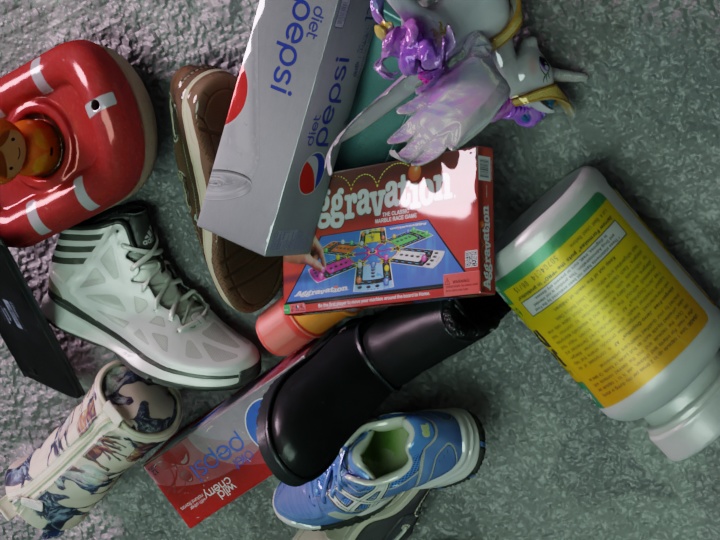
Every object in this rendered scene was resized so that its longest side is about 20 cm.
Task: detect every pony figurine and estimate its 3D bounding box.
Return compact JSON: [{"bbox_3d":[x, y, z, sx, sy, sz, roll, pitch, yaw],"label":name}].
[{"bbox_3d":[0.055,-0.159,1.267,0.166,0.192,0.201,15,134,61],"label":"pony figurine"}]

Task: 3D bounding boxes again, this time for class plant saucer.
[{"bbox_3d":[0.005,-0.107,1.395,0.070,0.019,0.201,30,121,8],"label":"plant saucer"}]

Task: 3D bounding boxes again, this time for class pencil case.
[{"bbox_3d":[-0.225,0.148,1.543,0.078,0.089,0.200,48,132,1],"label":"pencil case"}]

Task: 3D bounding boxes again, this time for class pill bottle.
[{"bbox_3d":[0.188,0.034,1.326,0.200,0.113,0.113,48,121,-4],"label":"pill bottle"}]

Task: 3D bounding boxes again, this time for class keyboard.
[{"bbox_3d":[-0.299,0.023,1.533,0.126,0.021,0.201,20,145,33],"label":"keyboard"}]

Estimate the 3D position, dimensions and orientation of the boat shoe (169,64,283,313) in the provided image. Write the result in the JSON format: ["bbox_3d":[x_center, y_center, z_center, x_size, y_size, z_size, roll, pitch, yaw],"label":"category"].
[{"bbox_3d":[-0.106,-0.067,1.440,0.075,0.074,0.204,31,135,49],"label":"boat shoe"}]

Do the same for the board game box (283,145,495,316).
[{"bbox_3d":[0.017,-0.026,1.346,0.199,0.019,0.104,-8,79,44],"label":"board game box"}]

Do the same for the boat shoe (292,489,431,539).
[{"bbox_3d":[0.016,0.192,1.510,0.200,0.062,0.073,-51,47,23],"label":"boat shoe"}]

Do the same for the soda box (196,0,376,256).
[{"bbox_3d":[-0.052,-0.115,1.353,0.068,0.063,0.202,24,105,27],"label":"soda box"}]

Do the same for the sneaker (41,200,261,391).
[{"bbox_3d":[-0.165,0.016,1.486,0.199,0.076,0.116,21,121,16],"label":"sneaker"}]

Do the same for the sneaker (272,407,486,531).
[{"bbox_3d":[0.000,0.148,1.439,0.199,0.077,0.076,-28,62,34],"label":"sneaker"}]

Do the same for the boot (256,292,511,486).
[{"bbox_3d":[0.023,0.065,1.365,0.162,0.198,0.074,-29,103,37],"label":"boot"}]

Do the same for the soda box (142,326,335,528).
[{"bbox_3d":[-0.081,0.129,1.509,0.199,0.063,0.070,-35,96,31],"label":"soda box"}]

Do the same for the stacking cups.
[{"bbox_3d":[0.000,0.000,1.419,0.199,0.061,0.061,-35,97,34],"label":"stacking cups"}]

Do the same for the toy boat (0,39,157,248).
[{"bbox_3d":[-0.257,-0.096,1.433,0.199,0.130,0.132,-24,87,29],"label":"toy boat"}]
